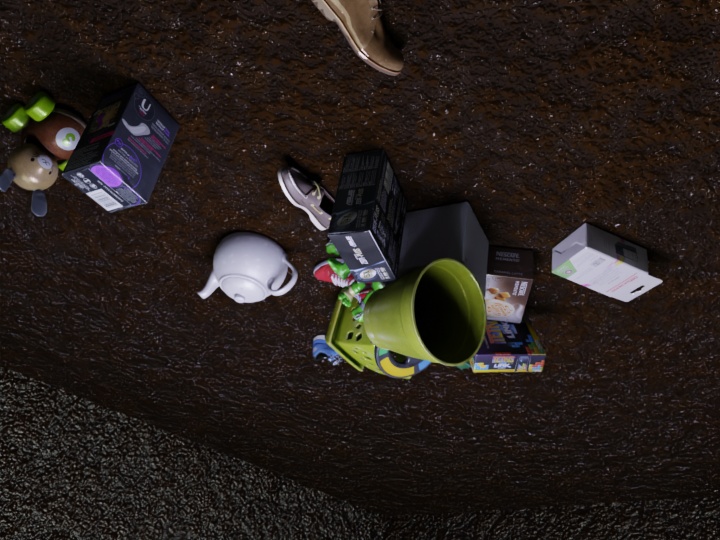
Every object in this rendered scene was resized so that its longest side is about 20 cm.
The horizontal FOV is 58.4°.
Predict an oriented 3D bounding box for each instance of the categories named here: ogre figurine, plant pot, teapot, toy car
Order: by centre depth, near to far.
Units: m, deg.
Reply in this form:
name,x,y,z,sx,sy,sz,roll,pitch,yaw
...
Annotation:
name,x,y,z,sx,sy,sz,roll,pitch,yaw
plant pot,0.110,0.089,1.273,0.200,0.201,0.192,33,153,-31
toy car,-0.635,-0.216,1.279,0.157,0.201,0.164,-11,142,31
ogre figurine,0.000,0.000,1.469,0.120,0.201,0.098,-32,140,22
teapot,-0.273,0.012,1.576,0.197,0.147,0.200,21,146,-16
plant pot,0.031,0.151,1.662,0.181,0.200,0.200,-4,146,33

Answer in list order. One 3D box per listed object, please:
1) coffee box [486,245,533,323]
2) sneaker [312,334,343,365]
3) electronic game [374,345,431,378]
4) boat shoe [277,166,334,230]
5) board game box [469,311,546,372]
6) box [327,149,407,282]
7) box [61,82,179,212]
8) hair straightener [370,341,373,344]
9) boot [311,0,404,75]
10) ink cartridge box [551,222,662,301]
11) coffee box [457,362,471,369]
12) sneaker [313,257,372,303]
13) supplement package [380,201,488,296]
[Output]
name,x,y,z,sx,sy,sz,roll,pitch,yaw
coffee box,0.329,0.035,1.490,0.114,0.080,0.200,6,148,7
sneaker,-0.054,0.243,1.922,0.199,0.090,0.079,-7,145,26
electronic game,0.119,0.161,1.488,0.200,0.200,0.042,43,179,-40
boat shoe,-0.099,-0.154,1.338,0.059,0.072,0.200,-13,145,24
board game box,0.333,0.159,1.545,0.164,0.200,0.057,1,122,-5
box,0.019,-0.103,1.256,0.086,0.201,0.164,-4,145,21
box,-0.442,-0.228,1.202,0.106,0.201,0.122,-9,143,28
hair straightener,0.108,0.151,1.547,0.199,0.077,0.041,-2,174,-32
boot,0.011,-0.376,0.965,0.075,0.074,0.200,-28,130,32
ink cartridge box,0.523,-0.013,1.368,0.199,0.068,0.117,21,146,-14
coffee box,0.220,0.166,1.689,0.200,0.123,0.044,31,144,-31
sneaker,-0.030,0.033,1.565,0.199,0.113,0.071,-3,145,21
supplement package,0.154,-0.029,1.376,0.199,0.152,0.151,-8,144,27
